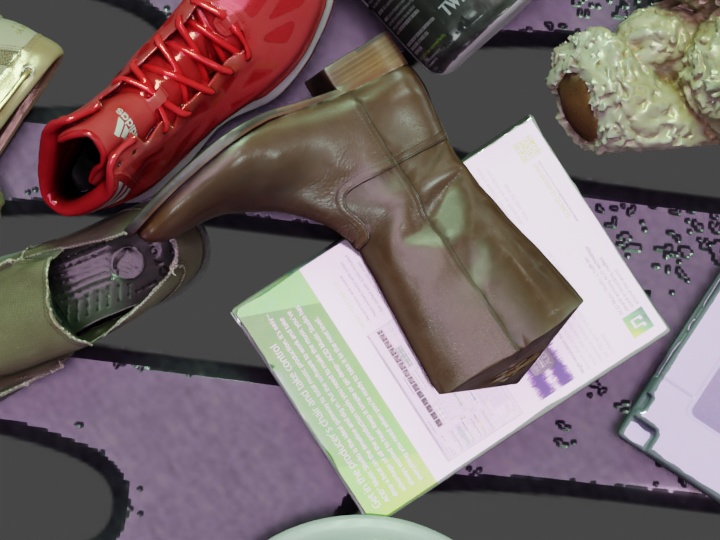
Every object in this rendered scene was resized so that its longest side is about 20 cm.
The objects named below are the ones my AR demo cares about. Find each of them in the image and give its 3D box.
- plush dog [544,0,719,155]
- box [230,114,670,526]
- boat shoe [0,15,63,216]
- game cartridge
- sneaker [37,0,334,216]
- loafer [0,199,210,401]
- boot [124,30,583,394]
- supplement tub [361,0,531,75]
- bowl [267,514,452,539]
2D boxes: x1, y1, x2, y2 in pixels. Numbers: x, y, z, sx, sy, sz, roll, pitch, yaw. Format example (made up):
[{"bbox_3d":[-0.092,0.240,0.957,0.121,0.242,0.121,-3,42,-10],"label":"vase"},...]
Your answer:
[{"bbox_3d":[0.209,-0.154,1.383,0.160,0.200,0.172,-9,96,-40],"label":"plush dog"},{"bbox_3d":[0.049,0.028,1.429,0.200,0.036,0.144,-33,90,-3],"label":"box"},{"bbox_3d":[-0.226,-0.044,1.404,0.064,0.071,0.200,25,88,0],"label":"boat shoe"},{"bbox_3d":[0.250,0.044,1.433,0.133,0.041,0.200,34,89,3],"label":"game cartridge"},{"bbox_3d":[-0.093,-0.095,1.355,0.078,0.116,0.200,40,113,1],"label":"sneaker"},{"bbox_3d":[-0.176,0.018,1.405,0.200,0.070,0.075,-31,90,-2],"label":"loafer"},{"bbox_3d":[0.000,0.000,1.375,0.186,0.064,0.200,-34,93,-10],"label":"boot"},{"bbox_3d":[0.019,-0.214,1.386,0.123,0.123,0.200,-42,90,-1],"label":"supplement tub"},{"bbox_3d":[0.001,0.239,1.382,0.201,0.090,0.202,0,99,-2],"label":"bowl"}]
